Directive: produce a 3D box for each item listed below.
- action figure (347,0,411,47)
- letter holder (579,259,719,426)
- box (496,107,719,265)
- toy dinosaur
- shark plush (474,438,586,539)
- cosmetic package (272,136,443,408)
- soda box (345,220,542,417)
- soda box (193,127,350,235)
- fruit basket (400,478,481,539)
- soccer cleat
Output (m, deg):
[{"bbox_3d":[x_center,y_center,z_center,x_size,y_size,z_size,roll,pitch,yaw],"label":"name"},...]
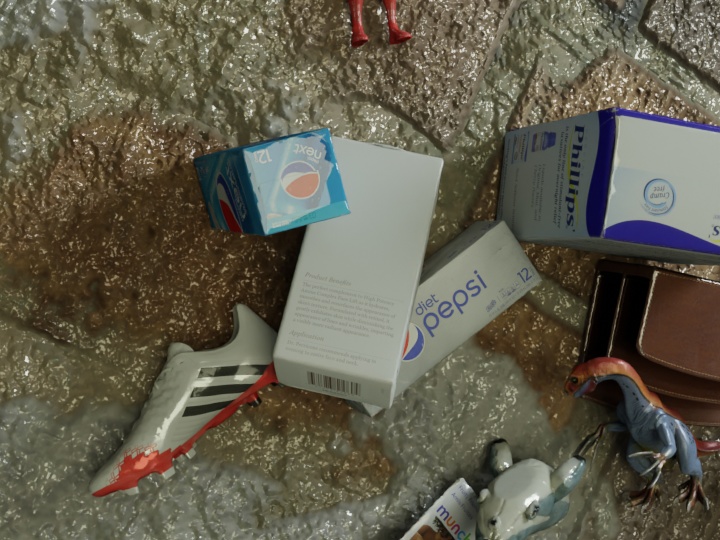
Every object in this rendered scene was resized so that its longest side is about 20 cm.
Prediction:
[{"bbox_3d":[0.009,-0.298,0.971,0.065,0.052,0.201,-8,93,-14],"label":"action figure"},{"bbox_3d":[0.319,0.081,1.065,0.199,0.101,0.143,12,91,-19],"label":"letter holder"},{"bbox_3d":[0.241,-0.066,0.977,0.183,0.200,0.106,7,90,-19],"label":"box"},{"bbox_3d":[0.257,0.140,1.047,0.200,0.105,0.182,-41,119,-45],"label":"toy dinosaur"},{"bbox_3d":[0.142,0.227,0.983,0.090,0.200,0.084,2,114,21],"label":"shark plush"},{"bbox_3d":[0.000,0.000,0.924,0.101,0.074,0.201,13,68,4],"label":"cosmetic package"},{"bbox_3d":[0.058,0.039,0.992,0.200,0.063,0.068,-38,101,-13],"label":"soda box"},{"bbox_3d":[-0.074,-0.067,0.871,0.067,0.200,0.065,-16,98,-16],"label":"soda box"},{"bbox_3d":[0.079,0.319,0.992,0.200,0.094,0.186,-40,103,-15],"label":"fruit basket"},{"bbox_3d":[-0.149,0.107,0.930,0.200,0.069,0.085,-37,94,-17],"label":"soccer cleat"}]
